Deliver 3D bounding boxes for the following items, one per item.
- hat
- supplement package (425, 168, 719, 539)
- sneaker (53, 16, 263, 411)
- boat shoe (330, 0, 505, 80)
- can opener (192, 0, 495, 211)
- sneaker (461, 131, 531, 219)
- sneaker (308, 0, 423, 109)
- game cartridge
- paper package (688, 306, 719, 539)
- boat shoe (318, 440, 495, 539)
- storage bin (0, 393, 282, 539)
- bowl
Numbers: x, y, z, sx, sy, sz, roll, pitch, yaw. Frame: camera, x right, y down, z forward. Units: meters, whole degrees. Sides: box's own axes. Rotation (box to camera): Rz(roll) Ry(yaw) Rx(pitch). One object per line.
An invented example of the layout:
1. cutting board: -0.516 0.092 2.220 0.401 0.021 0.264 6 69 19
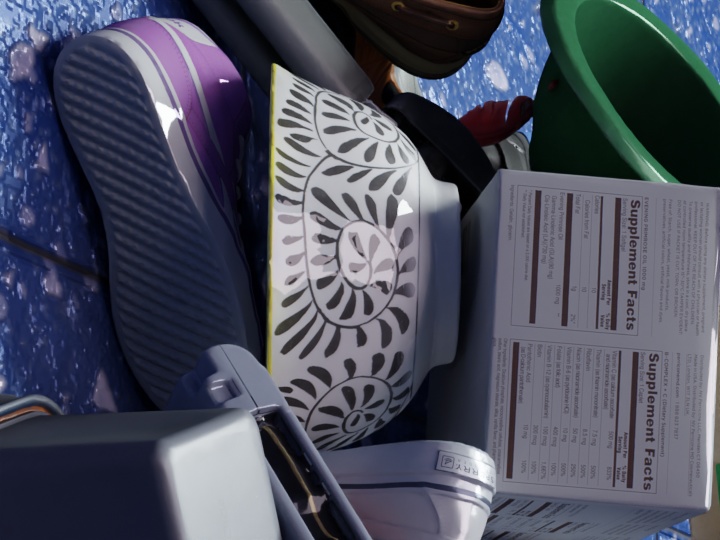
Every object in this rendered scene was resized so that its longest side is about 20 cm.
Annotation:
1. hat: 0.099 -0.043 1.545 0.166 0.176 0.200 50 26 -1
2. supplement package: 0.101 0.049 1.441 0.200 0.110 0.156 125 -30 -77
3. sneaker: -0.074 -0.028 1.424 0.114 0.072 0.201 -26 104 -63
4. boat shoe: -0.010 -0.178 1.511 0.200 0.068 0.072 34 60 -14
5. can opener: -0.014 -0.096 1.507 0.200 0.053 0.067 48 47 -11
6. sneaker: 0.076 0.017 1.673 0.111 0.077 0.201 9 86 -45
7. sneaker: 0.001 -0.099 1.595 0.092 0.075 0.201 80 -5 -79
8. game cartridge: -0.036 0.148 1.307 0.041 0.133 0.200 -13 60 -37
9. paper package: 0.225 0.060 1.598 0.191 0.103 0.201 -74 157 -61
10. boat shoe: -0.021 0.122 1.353 0.073 0.200 0.067 23 66 -33
11. storage bin: -0.098 0.149 1.264 0.145 0.134 0.201 -19 99 -60
12. bowl: 0.000 0.000 1.427 0.201 0.094 0.202 180 -90 -87
